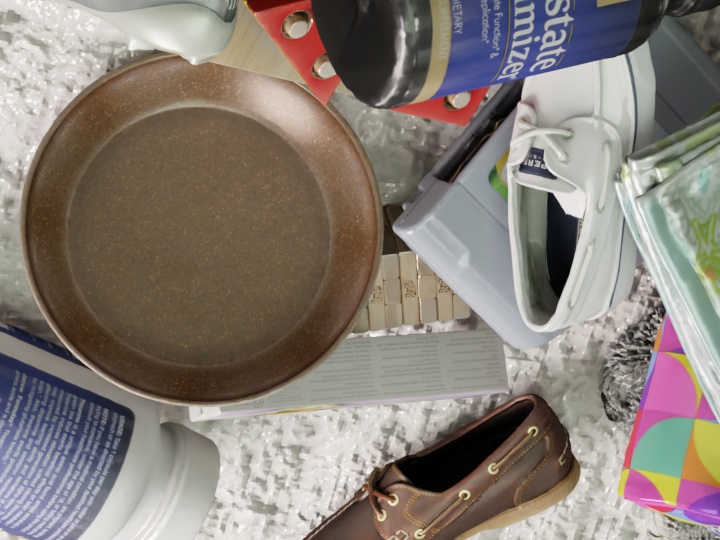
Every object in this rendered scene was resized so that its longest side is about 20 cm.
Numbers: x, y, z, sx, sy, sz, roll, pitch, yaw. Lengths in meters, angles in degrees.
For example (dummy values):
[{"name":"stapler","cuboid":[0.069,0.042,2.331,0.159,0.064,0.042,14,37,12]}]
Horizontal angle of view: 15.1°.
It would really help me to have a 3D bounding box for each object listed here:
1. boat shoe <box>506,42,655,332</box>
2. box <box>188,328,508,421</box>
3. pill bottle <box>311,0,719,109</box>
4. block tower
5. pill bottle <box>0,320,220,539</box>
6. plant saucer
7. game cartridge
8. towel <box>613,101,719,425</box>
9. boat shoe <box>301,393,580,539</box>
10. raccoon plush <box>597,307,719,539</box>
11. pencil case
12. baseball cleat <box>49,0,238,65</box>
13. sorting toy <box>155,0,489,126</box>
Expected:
[{"name":"boat shoe","cuboid":[0.113,-0.061,1.459,0.065,0.074,0.200,-26,119,-44]},{"name":"box","cuboid":[-0.007,0.060,1.582,0.200,0.039,0.041,-4,84,-32]},{"name":"pill bottle","cuboid":[0.083,-0.153,1.355,0.200,0.112,0.112,-15,125,-22]},{"name":"block tower","cuboid":[0.000,0.000,1.580,0.200,0.058,0.054,-7,122,-6]},{"name":"pill bottle","cuboid":[-0.186,0.099,1.571,0.200,0.111,0.111,26,114,-24]},{"name":"plant saucer","cuboid":[-0.088,-0.022,1.509,0.200,0.037,0.200,1,81,-6]},{"name":"game cartridge","cuboid":[0.124,-0.058,1.539,0.200,0.040,0.133,-50,124,-6]},{"name":"towel","cuboid":[0.242,-0.014,1.477,0.171,0.048,0.200,-32,114,-14]},{"name":"boat shoe","cuboid":[0.035,0.140,1.669,0.200,0.070,0.070,-31,130,-1]},{"name":"raccoon plush","cuboid":[0.206,0.069,1.617,0.097,0.134,0.200,1,122,-11]},{"name":"pencil case","cuboid":[0.209,0.054,1.553,0.088,0.088,0.200,16,82,-20]},{"name":"baseball cleat","cuboid":[-0.142,-0.178,1.391,0.200,0.070,0.106,22,114,20]},{"name":"sorting toy","cuboid":[0.017,-0.171,1.431,0.199,0.070,0.200,10,122,-39]}]
